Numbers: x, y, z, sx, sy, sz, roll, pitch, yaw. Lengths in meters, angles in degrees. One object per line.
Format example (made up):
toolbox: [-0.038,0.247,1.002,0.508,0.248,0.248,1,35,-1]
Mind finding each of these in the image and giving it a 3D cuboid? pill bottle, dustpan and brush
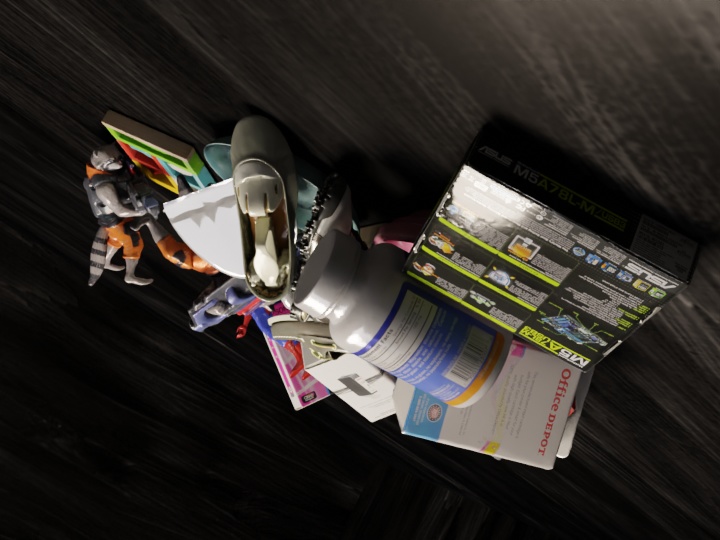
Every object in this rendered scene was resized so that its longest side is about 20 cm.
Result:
pill bottle: [0.039,0.043,0.973,0.199,0.113,0.112,29,167,-15]
dustpan and brush: [-0.115,-0.019,1.131,0.138,0.057,0.201,-17,113,21]

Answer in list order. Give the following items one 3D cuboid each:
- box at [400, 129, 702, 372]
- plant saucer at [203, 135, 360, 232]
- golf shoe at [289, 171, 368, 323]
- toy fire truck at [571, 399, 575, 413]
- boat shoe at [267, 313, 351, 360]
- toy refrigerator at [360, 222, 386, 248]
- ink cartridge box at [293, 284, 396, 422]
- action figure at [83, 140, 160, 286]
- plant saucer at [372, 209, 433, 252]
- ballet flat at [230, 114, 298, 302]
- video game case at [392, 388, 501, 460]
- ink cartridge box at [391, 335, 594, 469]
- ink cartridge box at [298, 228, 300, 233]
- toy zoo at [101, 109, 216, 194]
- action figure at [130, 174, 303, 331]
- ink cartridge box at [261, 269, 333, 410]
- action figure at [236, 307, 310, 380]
box: [0.150,-0.009,0.848,0.199,0.048,0.193,28,153,1]
plant saucer: [-0.083,-0.095,1.129,0.199,0.028,0.200,27,167,7]
golf shoe: [-0.016,-0.018,1.043,0.093,0.078,0.201,15,140,2]
toy fire truck: [0.169,0.165,1.333,0.199,0.049,0.141,-24,127,30]
boat shoe: [-0.031,0.079,1.217,0.200,0.061,0.072,-3,179,35]
toy refrigerator: [0.000,0.000,1.207,0.070,0.076,0.200,32,165,-18]
ink cartridge box: [-0.007,0.105,1.427,0.083,0.145,0.200,-24,142,17]
action figure: [-0.332,-0.076,1.371,0.104,0.196,0.200,-11,-163,-19]
plant saucer: [0.109,-0.002,1.036,0.199,0.051,0.201,27,165,7]
ballet flat: [-0.096,-0.057,1.027,0.067,0.064,0.202,0,123,7]
video game case: [0.165,0.170,1.397,0.199,0.143,0.019,33,-157,-21]
ink cartridge box: [0.151,0.130,1.137,0.198,0.130,0.125,16,-172,-7]
ink cartridge box: [-0.139,-0.045,1.345,0.103,0.060,0.200,28,163,4]
toy zoo: [-0.248,-0.134,1.325,0.130,0.021,0.200,25,166,15]
action figure: [-0.148,-0.029,1.211,0.194,0.199,0.105,53,-165,-36]
ink cartridge box: [-0.090,0.094,1.481,0.202,0.094,0.037,66,153,5]
action figure: [-0.155,0.084,1.414,0.201,0.099,0.065,53,-171,21]
